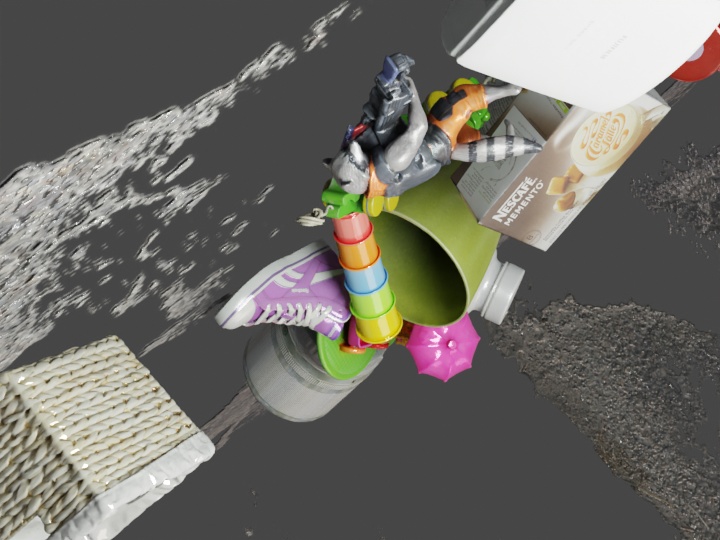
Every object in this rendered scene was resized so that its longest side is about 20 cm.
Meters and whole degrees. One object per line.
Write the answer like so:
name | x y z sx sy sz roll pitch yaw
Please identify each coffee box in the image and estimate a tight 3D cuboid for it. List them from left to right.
coffee box | 0.201 -0.129 1.322 0.114 0.080 0.200 20 119 -40

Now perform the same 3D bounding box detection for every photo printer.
photo printer | 0.190 -0.209 1.053 0.199 0.070 0.166 13 142 -30

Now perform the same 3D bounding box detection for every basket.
basket | -0.283 0.186 1.216 0.198 0.161 0.200 -41 172 23

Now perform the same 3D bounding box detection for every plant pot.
plant pot | 0.100 -0.068 1.581 0.200 0.187 0.187 -51 -179 -32

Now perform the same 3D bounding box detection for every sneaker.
sneaker | -0.077 0.044 1.553 0.200 0.115 0.073 -30 172 -40

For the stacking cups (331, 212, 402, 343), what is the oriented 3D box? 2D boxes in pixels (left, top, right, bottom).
stacking cups | 0.000 0.000 1.510 0.060 0.060 0.201 -36 137 -17

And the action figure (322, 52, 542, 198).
action figure | 0.060 -0.124 1.163 0.192 0.105 0.200 -23 166 -7

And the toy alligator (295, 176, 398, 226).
toy alligator | -0.010 -0.085 1.327 0.200 0.059 0.055 -21 120 -63

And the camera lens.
camera lens | -0.066 0.112 1.850 0.160 0.160 0.200 -32 171 -41

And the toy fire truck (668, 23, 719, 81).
toy fire truck | 0.305 -0.274 1.127 0.168 0.200 0.112 -38 -165 35

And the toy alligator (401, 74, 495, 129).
toy alligator | 0.105 -0.161 1.328 0.200 0.054 0.059 -32 172 -42

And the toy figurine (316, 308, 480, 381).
toy figurine | 0.074 0.083 1.673 0.199 0.183 0.151 -4 103 -56

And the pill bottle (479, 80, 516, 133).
pill bottle | 0.202 -0.191 1.446 0.113 0.114 0.200 -34 171 -31

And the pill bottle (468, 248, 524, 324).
pill bottle | 0.116 -0.006 1.753 0.112 0.199 0.111 -61 171 -17
